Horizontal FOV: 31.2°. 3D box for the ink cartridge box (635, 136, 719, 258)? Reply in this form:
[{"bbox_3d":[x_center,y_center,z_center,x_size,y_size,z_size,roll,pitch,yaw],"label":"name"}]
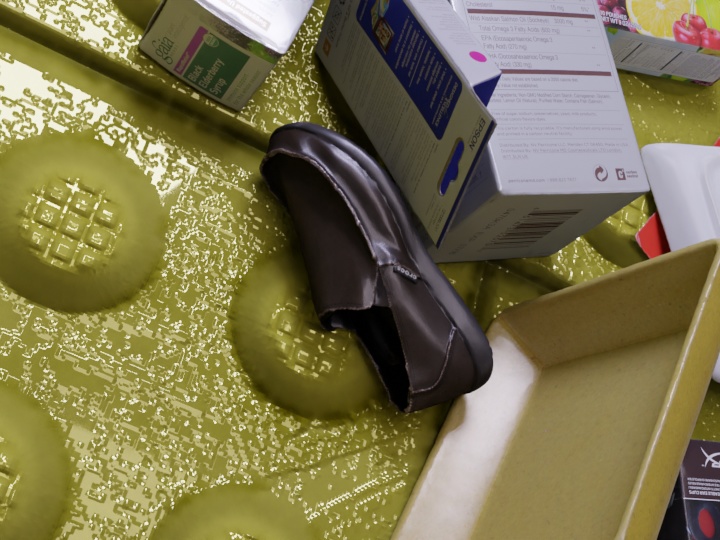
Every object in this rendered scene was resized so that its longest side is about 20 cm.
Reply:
[{"bbox_3d":[0.315,-0.001,0.940,0.200,0.050,0.162,49,57,-4],"label":"ink cartridge box"}]

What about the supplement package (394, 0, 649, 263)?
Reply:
[{"bbox_3d":[0.086,-0.120,0.837,0.117,0.117,0.201,-3,71,-27],"label":"supplement package"}]

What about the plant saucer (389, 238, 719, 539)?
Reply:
[{"bbox_3d":[0.118,0.092,0.723,0.048,0.200,0.200,39,58,-19],"label":"plant saucer"}]

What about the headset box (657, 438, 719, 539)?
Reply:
[{"bbox_3d":[0.172,0.211,0.725,0.075,0.149,0.201,8,67,-23],"label":"headset box"}]

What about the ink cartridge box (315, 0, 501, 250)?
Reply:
[{"bbox_3d":[0.032,-0.114,0.778,0.037,0.095,0.200,-2,45,-27],"label":"ink cartridge box"}]

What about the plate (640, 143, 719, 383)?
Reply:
[{"bbox_3d":[0.315,-0.014,0.916,0.198,0.032,0.201,1,58,-16],"label":"plate"}]

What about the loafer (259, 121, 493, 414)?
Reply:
[{"bbox_3d":[0.000,0.000,0.772,0.071,0.073,0.200,-35,86,-31],"label":"loafer"}]

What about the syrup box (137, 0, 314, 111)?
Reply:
[{"bbox_3d":[-0.057,-0.209,0.827,0.081,0.079,0.201,30,60,-12],"label":"syrup box"}]

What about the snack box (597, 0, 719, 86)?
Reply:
[{"bbox_3d":[0.213,-0.250,0.990,0.142,0.053,0.201,7,66,-24],"label":"snack box"}]
